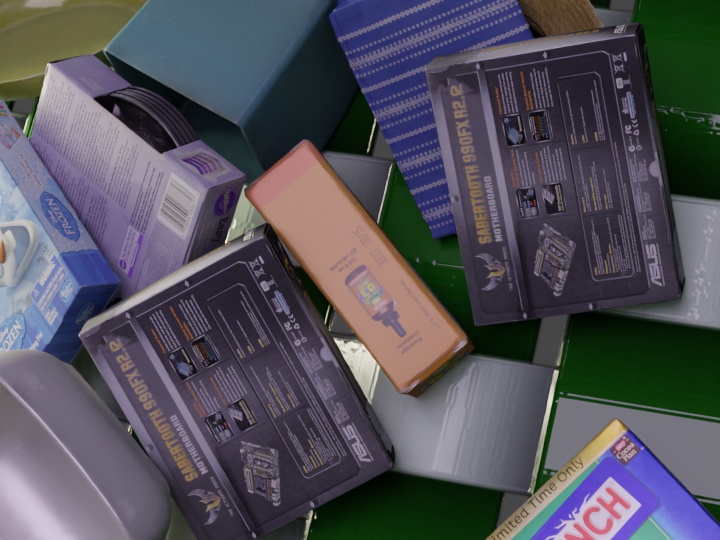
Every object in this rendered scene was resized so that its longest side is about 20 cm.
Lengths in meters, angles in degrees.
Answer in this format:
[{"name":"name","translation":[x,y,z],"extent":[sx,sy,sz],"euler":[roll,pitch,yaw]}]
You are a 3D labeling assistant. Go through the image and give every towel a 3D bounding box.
[{"name":"towel","translation":[0.075,-0.135,1.539],"extent":[0.144,0.024,0.201],"euler":[-20,102,26]}]

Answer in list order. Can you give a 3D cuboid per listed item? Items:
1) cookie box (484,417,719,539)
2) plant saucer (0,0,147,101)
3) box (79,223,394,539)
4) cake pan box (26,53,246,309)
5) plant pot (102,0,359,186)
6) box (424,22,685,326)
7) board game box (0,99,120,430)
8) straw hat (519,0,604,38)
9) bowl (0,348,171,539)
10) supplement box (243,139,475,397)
[{"name":"cookie box","translation":[0.188,0.233,1.418],"extent":[0.171,0.075,0.200],"euler":[-43,64,1]},{"name":"plant saucer","translation":[-0.259,-0.189,1.686],"extent":[0.199,0.031,0.200],"euler":[-11,31,7]},{"name":"box","translation":[-0.089,0.091,1.511],"extent":[0.158,0.048,0.201],"euler":[-28,99,8]},{"name":"cake pan box","translation":[-0.188,-0.044,1.590],"extent":[0.184,0.052,0.201],"euler":[36,126,25]},{"name":"plant pot","translation":[-0.073,-0.188,1.619],"extent":[0.141,0.141,0.200],"euler":[29,75,24]},{"name":"box","translation":[0.144,-0.068,1.496],"extent":[0.157,0.048,0.201],"euler":[-8,104,16]},{"name":"board game box","translation":[-0.291,0.005,1.616],"extent":[0.199,0.043,0.200],"euler":[54,128,27]},{"name":"straw hat","translation":[0.111,-0.166,1.570],"extent":[0.200,0.085,0.202],"euler":[9,113,21]},{"name":"bowl","translation":[-0.221,0.158,1.521],"extent":[0.075,0.200,0.200],"euler":[-34,77,-36]},{"name":"supplement box","translation":[0.000,0.000,1.544],"extent":[0.066,0.069,0.200],"euler":[-38,76,2]}]
